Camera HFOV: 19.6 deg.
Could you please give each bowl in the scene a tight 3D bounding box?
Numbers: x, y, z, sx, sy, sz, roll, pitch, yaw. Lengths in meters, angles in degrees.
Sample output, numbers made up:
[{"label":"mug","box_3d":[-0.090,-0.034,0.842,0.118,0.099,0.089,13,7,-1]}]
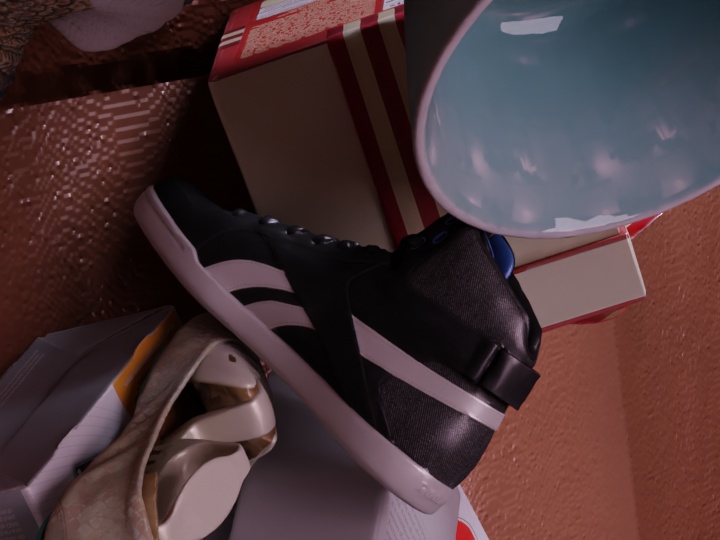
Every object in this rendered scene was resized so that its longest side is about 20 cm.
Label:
[{"label":"bowl","box_3d":[0.095,-0.117,0.826,0.200,0.201,0.105,19,36,-48]}]

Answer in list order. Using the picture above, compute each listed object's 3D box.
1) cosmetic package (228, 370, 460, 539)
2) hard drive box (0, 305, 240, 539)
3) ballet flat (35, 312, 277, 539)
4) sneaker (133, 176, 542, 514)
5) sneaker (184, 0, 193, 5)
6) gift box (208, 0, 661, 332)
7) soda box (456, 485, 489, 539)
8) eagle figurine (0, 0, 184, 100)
[{"label":"cosmetic package","box_3d":[-0.012,0.148,0.904,0.102,0.071,0.201,68,25,-43]},{"label":"hard drive box","box_3d":[-0.102,0.142,0.911,0.201,0.076,0.156,68,27,-20]},{"label":"ballet flat","box_3d":[-0.065,0.076,0.855,0.068,0.062,0.200,66,27,-21]},{"label":"sneaker","box_3d":[0.000,0.000,0.891,0.112,0.200,0.073,-48,154,3]},{"label":"sneaker","box_3d":[-0.081,-0.224,0.961,0.067,0.108,0.203,-25,108,-47]},{"label":"gift box","box_3d":[0.042,-0.055,1.019,0.200,0.184,0.188,-73,145,-70]},{"label":"soda box","box_3d":[0.038,0.180,1.125,0.068,0.063,0.201,-52,127,-38]},{"label":"eagle figurine","box_3d":[-0.176,-0.116,0.837,0.200,0.150,0.152,-63,143,-44]}]
